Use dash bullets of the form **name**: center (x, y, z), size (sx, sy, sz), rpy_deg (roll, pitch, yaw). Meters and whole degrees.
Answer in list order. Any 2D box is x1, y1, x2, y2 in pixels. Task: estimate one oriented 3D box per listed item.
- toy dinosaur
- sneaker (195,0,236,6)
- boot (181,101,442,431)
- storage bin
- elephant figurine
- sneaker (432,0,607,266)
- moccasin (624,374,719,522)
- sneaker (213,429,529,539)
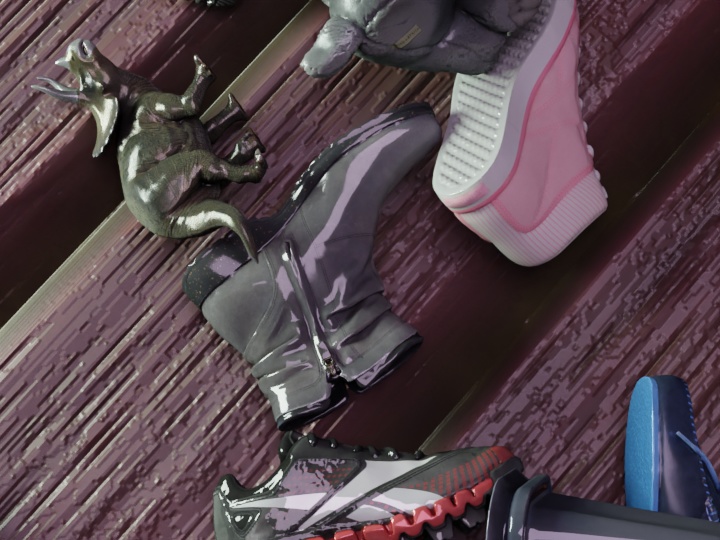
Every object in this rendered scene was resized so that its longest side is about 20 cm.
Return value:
- **toy dinosaur**: center (-0.114, -0.066, 1.259), size (0.102, 0.077, 0.201), rpy_deg (-33, 67, 5)
- **sneaker**: center (-0.153, -0.247, 1.327), size (0.199, 0.070, 0.090), rpy_deg (22, 60, 5)
- **boot**: center (0.000, 0.000, 1.249), size (0.200, 0.070, 0.132), rpy_deg (-41, 72, 1)
- **storage bin**: center (0.139, 0.218, 1.119), size (0.133, 0.145, 0.202), rpy_deg (2, 90, 13)
- **elephant figurine**: center (0.024, -0.217, 1.287), size (0.154, 0.142, 0.200), rpy_deg (11, 32, -35)
- **sneaker**: center (0.113, -0.088, 1.282), size (0.105, 0.075, 0.201), rpy_deg (43, 47, -27)
- **moccasin**: center (0.200, 0.163, 1.211), size (0.068, 0.080, 0.202), rpy_deg (-4, 88, -6)
- **sneaker**: center (0.000, 0.132, 1.211), size (0.199, 0.071, 0.099), rpy_deg (-19, 77, -4)
